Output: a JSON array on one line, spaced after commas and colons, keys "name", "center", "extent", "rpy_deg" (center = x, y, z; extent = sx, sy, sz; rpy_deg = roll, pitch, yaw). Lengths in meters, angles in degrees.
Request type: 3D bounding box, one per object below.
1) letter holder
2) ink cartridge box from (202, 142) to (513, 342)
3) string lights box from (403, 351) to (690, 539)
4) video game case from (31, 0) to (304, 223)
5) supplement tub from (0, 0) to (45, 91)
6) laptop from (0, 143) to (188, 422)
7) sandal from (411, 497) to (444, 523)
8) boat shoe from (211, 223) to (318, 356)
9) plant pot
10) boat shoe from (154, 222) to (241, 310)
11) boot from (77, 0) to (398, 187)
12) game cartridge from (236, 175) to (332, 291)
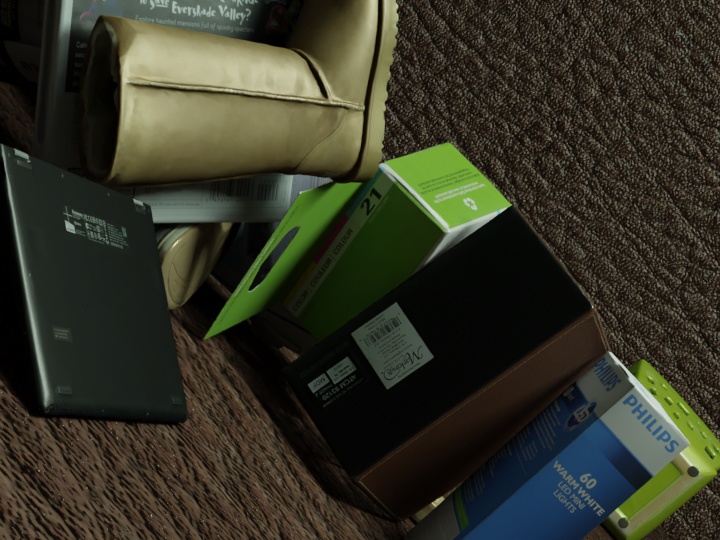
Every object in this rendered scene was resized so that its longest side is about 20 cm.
[{"name": "letter holder", "center": [0.069, 0.073, 1.116], "extent": [0.101, 0.200, 0.142], "rpy_deg": [55, 0, 28]}, {"name": "ink cartridge box", "center": [0.000, 0.000, 1.111], "extent": [0.076, 0.148, 0.200], "rpy_deg": [45, 32, 14]}, {"name": "string lights box", "center": [0.122, 0.151, 1.068], "extent": [0.059, 0.200, 0.103], "rpy_deg": [47, 7, -7]}, {"name": "video game case", "center": [-0.115, -0.120, 0.990], "extent": [0.200, 0.182, 0.023], "rpy_deg": [-2, 14, -44]}, {"name": "supplement tub", "center": [-0.205, -0.179, 1.043], "extent": [0.200, 0.123, 0.123], "rpy_deg": [17, -17, 44]}, {"name": "laptop", "center": [-0.191, -0.009, 0.821], "extent": [0.187, 0.116, 0.200], "rpy_deg": [24, 53, -74]}, {"name": "sandal", "center": [0.034, 0.119, 1.270], "extent": [0.078, 0.070, 0.212], "rpy_deg": [41, 9, -47]}, {"name": "boat shoe", "center": [-0.057, 0.033, 1.222], "extent": [0.200, 0.065, 0.074], "rpy_deg": [35, 33, 0]}, {"name": "plant pot", "center": [0.392, 0.269, 2.245], "extent": [0.199, 0.200, 0.181], "rpy_deg": [49, 12, 5]}, {"name": "boat shoe", "center": [-0.131, -0.026, 1.099], "extent": [0.065, 0.072, 0.200], "rpy_deg": [24, 18, 4]}, {"name": "boot", "center": [-0.072, -0.136, 0.965], "extent": [0.200, 0.175, 0.066], "rpy_deg": [1, -3, -38]}, {"name": "game cartridge", "center": [-0.046, -0.094, 1.157], "extent": [0.038, 0.200, 0.130], "rpy_deg": [12, 21, 15]}]
